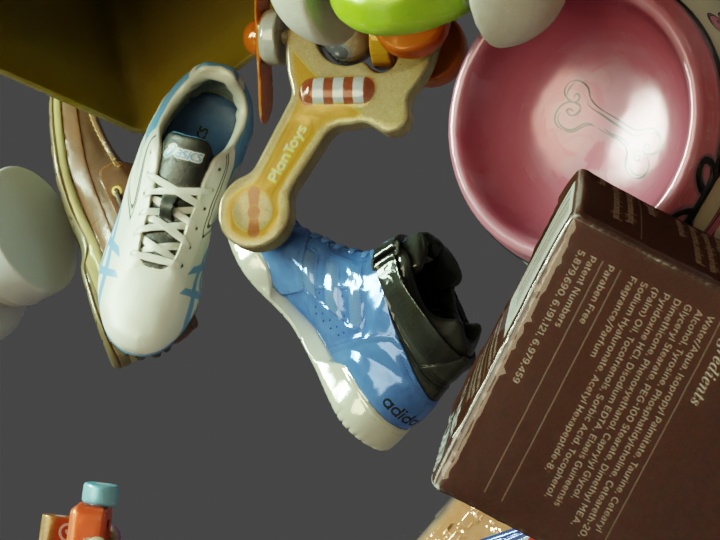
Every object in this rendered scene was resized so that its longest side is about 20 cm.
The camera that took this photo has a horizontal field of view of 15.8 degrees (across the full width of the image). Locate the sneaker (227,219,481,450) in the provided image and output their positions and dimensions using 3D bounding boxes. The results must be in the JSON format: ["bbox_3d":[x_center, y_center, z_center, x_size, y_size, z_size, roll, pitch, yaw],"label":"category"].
[{"bbox_3d":[0.001,0.000,1.588,0.111,0.077,0.200,-42,59,18],"label":"sneaker"}]

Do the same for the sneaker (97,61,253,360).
[{"bbox_3d":[-0.120,-0.042,1.635,0.071,0.073,0.201,14,69,7],"label":"sneaker"}]

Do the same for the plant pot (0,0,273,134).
[{"bbox_3d":[-0.152,-0.235,1.651,0.200,0.200,0.177,-34,56,26],"label":"plant pot"}]

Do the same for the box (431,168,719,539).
[{"bbox_3d":[0.164,0.070,1.376,0.199,0.166,0.165,27,101,1],"label":"box"}]

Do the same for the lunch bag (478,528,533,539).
[{"bbox_3d":[0.117,0.246,1.490,0.160,0.075,0.201,-22,73,32],"label":"lunch bag"}]

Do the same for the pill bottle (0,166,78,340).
[{"bbox_3d":[-0.295,0.006,1.755,0.199,0.119,0.120,-24,73,29],"label":"pill bottle"}]

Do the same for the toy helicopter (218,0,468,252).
[{"bbox_3d":[-0.032,-0.106,1.577,0.132,0.079,0.201,29,86,17],"label":"toy helicopter"}]

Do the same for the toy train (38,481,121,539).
[{"bbox_3d":[-0.190,0.227,1.650,0.055,0.150,0.201,7,94,-1],"label":"toy train"}]

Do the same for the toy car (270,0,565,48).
[{"bbox_3d":[0.039,-0.220,1.462,0.174,0.200,0.150,4,131,27],"label":"toy car"}]

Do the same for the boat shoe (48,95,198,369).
[{"bbox_3d":[-0.158,-0.035,1.707,0.067,0.072,0.201,-16,69,-4],"label":"boat shoe"}]

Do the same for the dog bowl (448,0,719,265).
[{"bbox_3d":[0.138,-0.084,1.506,0.199,0.074,0.201,-4,83,32],"label":"dog bowl"}]
